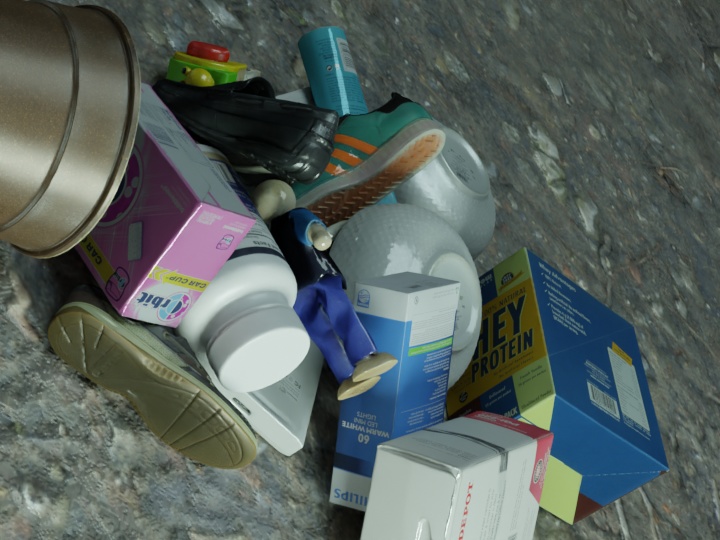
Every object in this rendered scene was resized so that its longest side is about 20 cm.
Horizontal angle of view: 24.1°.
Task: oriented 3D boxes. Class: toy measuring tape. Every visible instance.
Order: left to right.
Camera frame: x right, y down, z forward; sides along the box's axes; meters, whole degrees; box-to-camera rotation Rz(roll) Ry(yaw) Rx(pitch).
[{"bbox_3d":[-0.150,-0.194,1.680,0.074,0.074,0.200,54,11,-3],"label":"toy measuring tape"}]

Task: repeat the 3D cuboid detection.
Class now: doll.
[{"bbox_3d":[-0.043,0.011,1.445,0.048,0.136,0.200,-19,73,-30],"label":"doll"}]

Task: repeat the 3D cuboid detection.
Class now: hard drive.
[{"bbox_3d":[-0.088,0.059,1.524,0.132,0.026,0.200,44,29,-20],"label":"hard drive"}]

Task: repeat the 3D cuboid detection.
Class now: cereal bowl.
[{"bbox_3d":[0.056,0.031,1.628,0.200,0.083,0.200,10,78,-53],"label":"cereal bowl"},{"bbox_3d":[0.087,-0.103,1.918,0.200,0.083,0.200,39,31,-29],"label":"cereal bowl"}]

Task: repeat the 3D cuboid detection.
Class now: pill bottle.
[{"bbox_3d":[-0.121,0.000,1.413,0.111,0.111,0.200,15,37,-51],"label":"pill bottle"}]

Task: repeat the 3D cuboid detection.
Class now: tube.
[{"bbox_3d":[-0.015,-0.155,1.748,0.077,0.050,0.200,-2,67,-37],"label":"tube"}]

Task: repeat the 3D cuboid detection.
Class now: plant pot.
[{"bbox_3d":[-0.299,-0.127,1.235,0.198,0.200,0.200,16,46,-41],"label":"plant pot"}]

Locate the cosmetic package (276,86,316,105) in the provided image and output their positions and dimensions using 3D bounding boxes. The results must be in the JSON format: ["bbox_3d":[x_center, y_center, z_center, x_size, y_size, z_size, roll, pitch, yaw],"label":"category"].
[{"bbox_3d":[-0.067,-0.140,1.748,0.083,0.051,0.200,60,28,1],"label":"cosmetic package"}]

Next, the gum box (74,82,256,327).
[{"bbox_3d":[-0.183,-0.064,1.358,0.066,0.114,0.200,17,27,-49],"label":"gum box"}]

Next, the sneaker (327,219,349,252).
[{"bbox_3d":[0.000,0.000,1.678,0.200,0.075,0.085,-9,72,-56],"label":"sneaker"}]

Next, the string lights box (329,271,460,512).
[{"bbox_3d":[0.032,0.107,1.500,0.103,0.059,0.200,-9,108,-60],"label":"string lights box"}]

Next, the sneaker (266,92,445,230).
[{"bbox_3d":[-0.017,-0.102,1.673,0.080,0.200,0.071,51,-11,32],"label":"sneaker"}]

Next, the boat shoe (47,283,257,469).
[{"bbox_3d":[-0.156,0.080,1.342,0.200,0.073,0.065,43,35,-22],"label":"boat shoe"}]

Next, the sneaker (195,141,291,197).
[{"bbox_3d":[-0.083,-0.098,1.552,0.106,0.200,0.075,40,75,-31],"label":"sneaker"}]

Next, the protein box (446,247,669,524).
[{"bbox_3d":[0.199,0.124,1.787,0.199,0.135,0.200,33,35,-35],"label":"protein box"}]

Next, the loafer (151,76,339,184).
[{"bbox_3d":[-0.100,-0.133,1.447,0.201,0.070,0.068,22,-9,36],"label":"loafer"}]

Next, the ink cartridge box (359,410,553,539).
[{"bbox_3d":[0.083,0.214,1.486,0.200,0.085,0.146,-9,112,-61],"label":"ink cartridge box"}]
